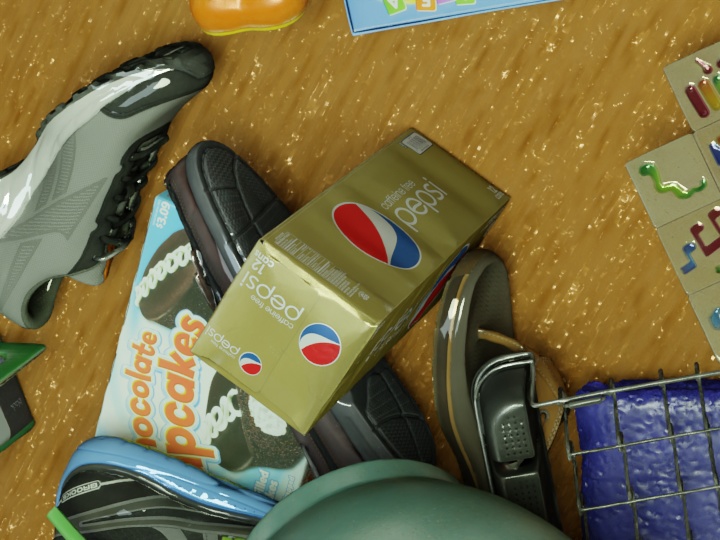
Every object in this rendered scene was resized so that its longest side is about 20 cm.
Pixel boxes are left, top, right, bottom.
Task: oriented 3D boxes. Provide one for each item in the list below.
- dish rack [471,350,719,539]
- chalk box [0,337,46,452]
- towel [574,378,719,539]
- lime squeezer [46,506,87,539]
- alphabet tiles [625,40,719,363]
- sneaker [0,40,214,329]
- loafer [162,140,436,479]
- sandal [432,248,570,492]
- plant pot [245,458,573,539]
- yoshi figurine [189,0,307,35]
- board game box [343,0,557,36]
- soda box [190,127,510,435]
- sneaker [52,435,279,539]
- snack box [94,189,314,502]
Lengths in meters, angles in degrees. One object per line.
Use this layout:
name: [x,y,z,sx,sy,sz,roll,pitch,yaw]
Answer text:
dish rack: [0.159,0.105,1.016,0.200,0.055,0.153,-10,106,8]
chalk box: [-0.267,0.061,1.185,0.200,0.125,0.124,-16,101,24]
towel: [0.182,0.145,1.082,0.148,0.050,0.200,-1,106,15]
lime squeezer: [-0.060,0.164,1.056,0.200,0.038,0.071,9,94,8]
alphabet tiles: [0.220,-0.022,0.972,0.166,0.006,0.200,-24,78,3]
sneaker: [-0.134,-0.045,1.126,0.079,0.074,0.200,50,123,3]
loafer: [-0.042,0.033,1.077,0.063,0.072,0.200,-29,101,28]
sandal: [0.077,0.083,1.079,0.055,0.082,0.200,-1,108,23]
plant pot: [0.019,0.167,0.957,0.200,0.134,0.200,-13,132,-15]
yoshi figurine: [-0.059,-0.214,0.994,0.112,0.112,0.200,18,141,41]
board game box: [0.048,-0.218,1.014,0.151,0.037,0.200,-7,104,23]
soda box: [0.000,0.000,1.015,0.064,0.200,0.068,36,116,7]
sneaker: [-0.064,0.151,1.113,0.200,0.071,0.083,21,84,12]
snack box: [-0.072,0.065,1.156,0.116,0.037,0.200,22,114,12]
